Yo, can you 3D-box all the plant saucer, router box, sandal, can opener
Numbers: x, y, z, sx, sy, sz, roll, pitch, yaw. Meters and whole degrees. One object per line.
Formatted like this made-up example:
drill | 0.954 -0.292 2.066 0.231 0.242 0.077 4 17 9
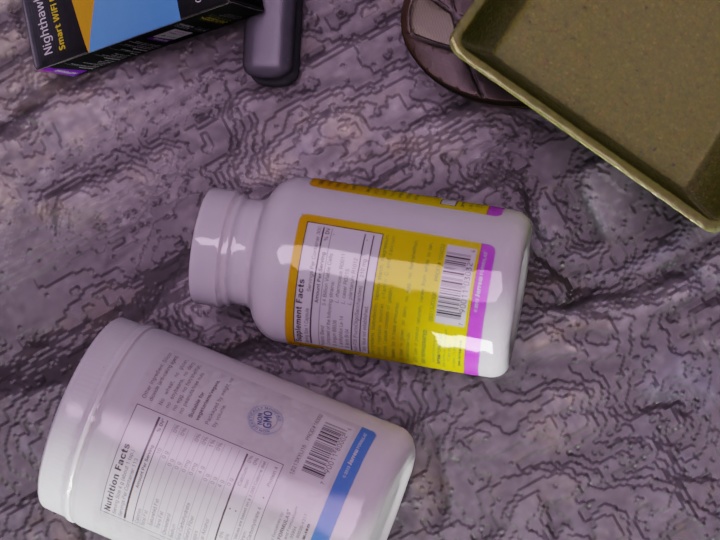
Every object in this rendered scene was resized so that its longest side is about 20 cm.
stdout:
plant saucer | 0.178 -0.149 1.302 0.200 0.048 0.200 35 73 -2
router box | -0.153 -0.239 1.358 0.149 0.051 0.201 -16 81 25
sandal | 0.121 -0.135 1.342 0.199 0.055 0.082 5 80 -8
can opener | -0.035 -0.218 1.364 0.067 0.053 0.201 2 85 7

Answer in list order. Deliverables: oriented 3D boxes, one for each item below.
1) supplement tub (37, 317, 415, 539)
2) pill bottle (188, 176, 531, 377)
supplement tub | -0.079 0.122 1.292 0.199 0.132 0.132 21 86 9
pill bottle | 0.000 0.000 1.311 0.199 0.104 0.105 10 85 7
